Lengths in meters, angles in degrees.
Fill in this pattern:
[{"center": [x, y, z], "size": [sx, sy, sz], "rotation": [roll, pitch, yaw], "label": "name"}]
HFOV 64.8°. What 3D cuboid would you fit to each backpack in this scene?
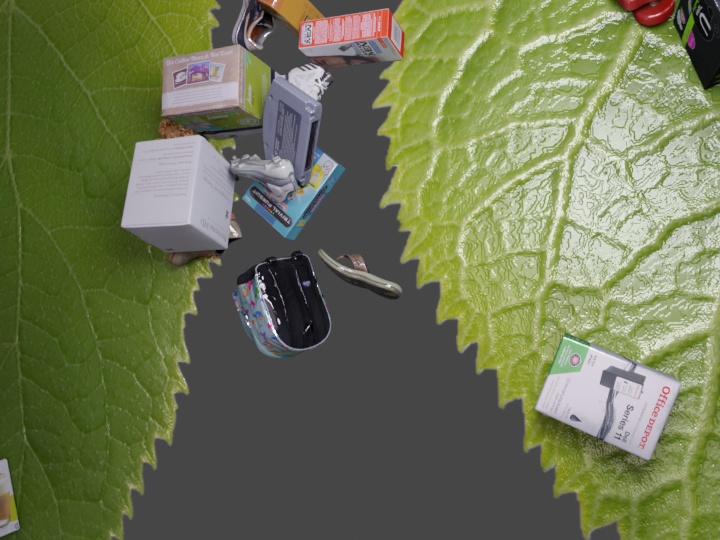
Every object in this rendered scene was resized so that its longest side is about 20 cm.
[{"center": [-0.161, 0.083, 1.191], "size": [0.150, 0.177, 0.201], "rotation": [-32, 79, 39], "label": "backpack"}]

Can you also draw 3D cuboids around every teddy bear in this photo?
[{"center": [-0.435, -0.292, 1.381], "size": [0.145, 0.067, 0.200], "rotation": [-46, 72, 17], "label": "teddy bear"}]

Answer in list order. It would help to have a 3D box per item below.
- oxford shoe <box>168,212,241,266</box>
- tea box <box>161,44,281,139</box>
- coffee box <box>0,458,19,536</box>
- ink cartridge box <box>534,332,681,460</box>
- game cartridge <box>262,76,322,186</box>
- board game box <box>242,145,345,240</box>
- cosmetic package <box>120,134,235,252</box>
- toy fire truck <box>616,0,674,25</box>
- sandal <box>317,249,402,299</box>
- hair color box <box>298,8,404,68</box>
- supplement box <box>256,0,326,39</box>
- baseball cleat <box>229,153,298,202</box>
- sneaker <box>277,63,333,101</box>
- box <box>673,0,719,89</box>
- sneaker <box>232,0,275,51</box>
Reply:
[{"center": [-0.368, -0.056, 1.337], "size": [0.200, 0.070, 0.075], "rotation": [-33, 78, 16], "label": "oxford shoe"}, {"center": [-0.301, -0.389, 1.265], "size": [0.199, 0.197, 0.134], "rotation": [-1, 86, 22], "label": "tea box"}, {"center": [-1.076, 0.638, 1.501], "size": [0.199, 0.200, 0.199], "rotation": [-21, 79, 19], "label": "coffee box"}, {"center": [0.429, 0.216, 0.993], "size": [0.199, 0.083, 0.147], "rotation": [22, 95, 21], "label": "ink cartridge box"}, {"center": [-0.147, -0.289, 1.176], "size": [0.133, 0.041, 0.200], "rotation": [42, 141, 23], "label": "game cartridge"}, {"center": [-0.152, -0.194, 1.272], "size": [0.151, 0.047, 0.200], "rotation": [41, 101, 19], "label": "board game box"}, {"center": [-0.391, -0.161, 1.245], "size": [0.166, 0.167, 0.201], "rotation": [-2, 73, 15], "label": "cosmetic package"}, {"center": [0.529, -0.552, 1.002], "size": [0.200, 0.112, 0.168], "rotation": [-31, 57, 16], "label": "toy fire truck"}, {"center": [0.001, 0.001, 1.191], "size": [0.200, 0.080, 0.058], "rotation": [23, 78, 15], "label": "sandal"}, {"center": [-0.018, -0.488, 1.205], "size": [0.199, 0.111, 0.064], "rotation": [3, 87, 22], "label": "hair color box"}, {"center": [-0.143, -0.553, 1.211], "size": [0.069, 0.200, 0.067], "rotation": [33, 99, 24], "label": "supplement box"}, {"center": [-0.212, -0.198, 1.234], "size": [0.200, 0.070, 0.107], "rotation": [16, 135, 46], "label": "baseball cleat"}, {"center": [-0.110, -0.383, 1.236], "size": [0.115, 0.076, 0.201], "rotation": [-27, 58, 15], "label": "sneaker"}, {"center": [0.603, -0.412, 0.904], "size": [0.124, 0.200, 0.149], "rotation": [-21, 79, 18], "label": "box"}, {"center": [-0.231, -0.609, 1.317], "size": [0.079, 0.078, 0.201], "rotation": [25, 107, 26], "label": "sneaker"}]
